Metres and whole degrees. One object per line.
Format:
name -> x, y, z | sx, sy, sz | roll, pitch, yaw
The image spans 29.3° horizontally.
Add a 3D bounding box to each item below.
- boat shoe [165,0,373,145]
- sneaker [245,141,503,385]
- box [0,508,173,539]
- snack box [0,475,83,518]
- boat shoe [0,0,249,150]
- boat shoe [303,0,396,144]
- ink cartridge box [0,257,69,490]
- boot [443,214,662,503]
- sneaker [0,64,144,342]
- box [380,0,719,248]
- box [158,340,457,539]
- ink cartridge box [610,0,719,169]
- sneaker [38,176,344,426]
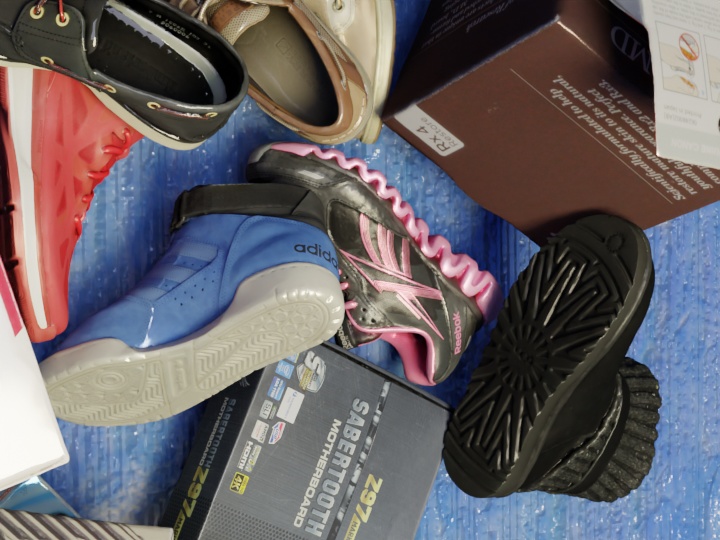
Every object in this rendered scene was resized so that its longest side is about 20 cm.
boat shoe -> -0.071, -0.153, 0.812 | 0.200, 0.072, 0.076 | 41, 101, -3
sneaker -> 0.000, 0.000, 0.868 | 0.200, 0.079, 0.096 | 38, 71, -20
box -> -0.202, 0.163, 0.730 | 0.199, 0.082, 0.069 | 8, 71, -7
snack box -> -0.224, 0.225, 0.792 | 0.200, 0.037, 0.116 | -47, 110, -17
boat shoe -> -0.154, -0.136, 0.744 | 0.201, 0.063, 0.074 | 28, 60, -20
boat shoe -> -0.013, -0.180, 0.869 | 0.065, 0.072, 0.201 | -3, 102, -4
ink cartridge box -> -0.232, 0.033, 0.695 | 0.084, 0.200, 0.145 | -21, 100, -26
boot -> 0.156, 0.063, 0.900 | 0.157, 0.079, 0.212 | 8, 121, -42
sneaker -> -0.153, -0.062, 0.798 | 0.115, 0.078, 0.201 | -4, 94, -24
box -> 0.148, -0.146, 0.861 | 0.166, 0.164, 0.201 | 35, 57, -23
box -> -0.037, 0.149, 0.852 | 0.157, 0.051, 0.201 | 31, 75, -35
ink cartridge box -> 0.193, -0.142, 0.761 | 0.160, 0.047, 0.201 | 7, 73, -35
sneaker -> -0.105, 0.013, 0.815 | 0.077, 0.199, 0.112 | 47, 26, -45
